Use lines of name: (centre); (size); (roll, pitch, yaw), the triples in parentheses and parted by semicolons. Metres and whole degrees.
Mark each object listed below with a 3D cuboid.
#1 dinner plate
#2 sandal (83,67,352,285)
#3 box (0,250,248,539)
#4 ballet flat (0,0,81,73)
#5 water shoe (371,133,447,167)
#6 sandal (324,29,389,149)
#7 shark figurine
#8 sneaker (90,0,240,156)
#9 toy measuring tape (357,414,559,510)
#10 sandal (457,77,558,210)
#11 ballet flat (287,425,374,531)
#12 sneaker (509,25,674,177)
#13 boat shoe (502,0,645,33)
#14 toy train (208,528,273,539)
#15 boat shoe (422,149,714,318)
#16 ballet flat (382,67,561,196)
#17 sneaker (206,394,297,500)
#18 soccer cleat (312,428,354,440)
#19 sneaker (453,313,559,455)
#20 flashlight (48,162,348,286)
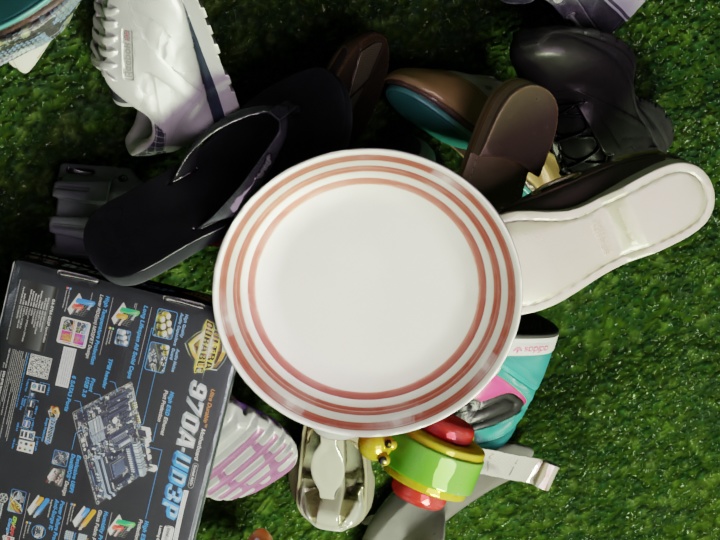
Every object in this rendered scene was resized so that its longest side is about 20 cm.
dinner plate: (0.005, 0.014, 1.425); (0.200, 0.024, 0.200); (0, 110, -1)
sandal: (-0.088, -0.059, 1.417); (0.200, 0.076, 0.043); (-37, 156, -3)
box: (-0.172, 0.102, 1.465); (0.159, 0.046, 0.200); (13, 97, -1)
ballet flat: (-0.243, -0.142, 1.384); (0.200, 0.074, 0.074); (-27, 129, 2)
water shoe: (0.000, 0.000, 1.554); (0.200, 0.071, 0.079); (-52, 129, -5)
sandal: (-0.043, -0.085, 1.513); (0.082, 0.055, 0.200); (-36, 159, -49)
shark figurine: (0.041, 0.219, 1.736); (0.128, 0.090, 0.215); (22, 109, -32)
sneaker: (-0.139, -0.157, 1.412); (0.080, 0.076, 0.200); (-21, 128, -3)
toy measuring tape: (0.082, 0.144, 1.603); (0.200, 0.074, 0.074); (16, 114, -37)
sandal: (0.062, -0.036, 1.505); (0.078, 0.070, 0.212); (23, 95, -36)
ballet flat: (-0.022, 0.153, 1.643); (0.069, 0.069, 0.200); (-15, 143, -14)
sneaker: (0.162, -0.101, 1.542); (0.076, 0.091, 0.200); (-3, 152, 34)
boat shoe: (0.112, -0.213, 1.490); (0.068, 0.072, 0.200); (-48, 135, 10)
toy train: (-0.120, 0.188, 1.607); (0.200, 0.150, 0.056); (55, 52, -71)
boat shoe: (0.134, -0.026, 1.465); (0.200, 0.060, 0.072); (-23, 109, -1)
ballet flat: (0.090, -0.103, 1.566); (0.200, 0.069, 0.063); (39, 73, -40)
sneaker: (-0.121, 0.096, 1.582); (0.080, 0.088, 0.200); (-39, 138, 14)
soccer cleat: (0.043, 0.042, 1.543); (0.200, 0.086, 0.070); (-38, 87, -21)
sneaker: (0.048, 0.090, 1.657); (0.200, 0.084, 0.121); (2, 111, -26)
flashlight: (-0.105, -0.024, 1.470); (0.200, 0.068, 0.068); (4, 123, 3)
